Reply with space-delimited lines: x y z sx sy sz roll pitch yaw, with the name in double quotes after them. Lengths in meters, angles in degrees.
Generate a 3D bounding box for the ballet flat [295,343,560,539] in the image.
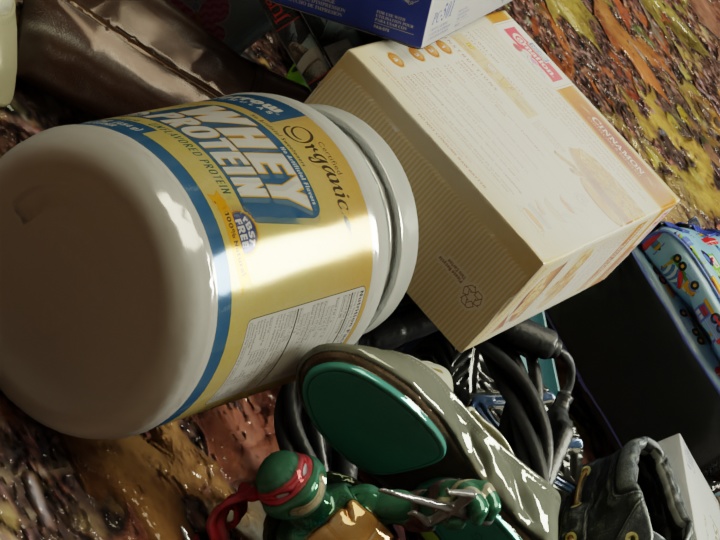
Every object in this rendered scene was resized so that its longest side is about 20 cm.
0.034 0.083 1.327 0.200 0.067 0.064 49 40 -35 "ballet flat"

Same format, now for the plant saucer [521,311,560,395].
0.099 0.078 1.633 0.070 0.019 0.201 21 50 -49 "plant saucer"

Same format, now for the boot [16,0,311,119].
-0.116 -0.067 1.442 0.200 0.064 0.187 33 50 -12 "boot"

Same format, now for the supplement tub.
-0.077 -0.008 1.286 0.200 0.145 0.145 -17 70 -54 "supplement tub"

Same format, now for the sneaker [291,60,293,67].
0.006 -0.156 1.767 0.111 0.077 0.200 47 29 -36 "sneaker"

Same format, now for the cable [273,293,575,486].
0.032 0.085 1.414 0.163 0.051 0.200 38 57 -15 "cable"

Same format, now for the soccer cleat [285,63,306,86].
0.012 -0.052 1.662 0.081 0.067 0.200 -49 117 -30 "soccer cleat"

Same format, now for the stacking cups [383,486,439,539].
0.021 0.100 1.476 0.200 0.060 0.061 47 24 -1 "stacking cups"

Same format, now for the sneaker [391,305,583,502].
0.045 0.051 1.517 0.076 0.077 0.201 -34 102 -28 "sneaker"

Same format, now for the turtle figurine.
0.004 0.146 1.290 0.200 0.150 0.101 49 4 -27 "turtle figurine"

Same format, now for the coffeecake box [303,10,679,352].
0.067 -0.054 1.465 0.154 0.073 0.200 48 28 11 "coffeecake box"

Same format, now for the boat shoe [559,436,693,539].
0.138 0.185 1.496 0.071 0.091 0.201 32 38 -35 "boat shoe"

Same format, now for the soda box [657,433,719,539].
0.182 0.191 1.601 0.064 0.068 0.200 58 18 -31 "soda box"

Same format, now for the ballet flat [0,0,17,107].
-0.222 -0.180 1.397 0.200 0.069 0.069 58 24 11 "ballet flat"

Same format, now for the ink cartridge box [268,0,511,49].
0.028 -0.172 1.496 0.094 0.044 0.200 19 20 14 "ink cartridge box"

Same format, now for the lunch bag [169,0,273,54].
-0.119 -0.229 1.586 0.170 0.127 0.200 46 18 -23 "lunch bag"

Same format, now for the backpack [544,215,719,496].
0.224 0.060 1.798 0.200 0.134 0.183 7 50 -62 "backpack"

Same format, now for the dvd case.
-0.040 -0.192 1.526 0.200 0.022 0.146 58 24 -1 "dvd case"
